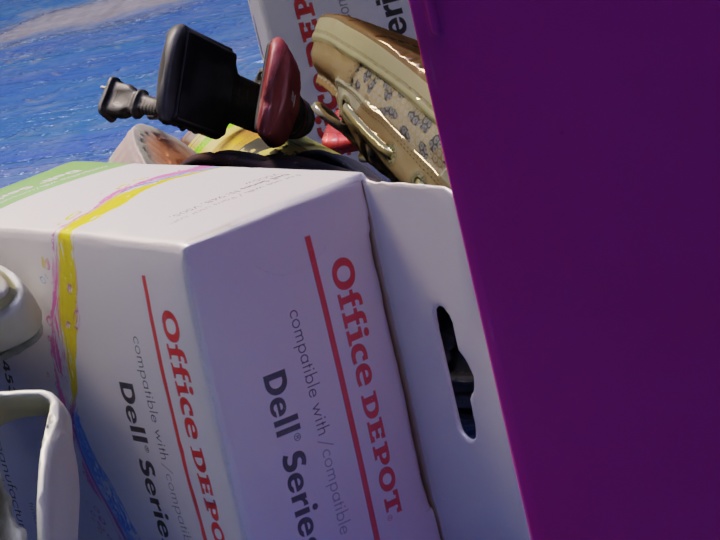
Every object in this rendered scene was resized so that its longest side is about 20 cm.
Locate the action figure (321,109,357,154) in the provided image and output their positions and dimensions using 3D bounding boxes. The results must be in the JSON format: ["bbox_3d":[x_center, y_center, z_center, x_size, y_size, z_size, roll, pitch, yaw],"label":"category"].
[{"bbox_3d":[0.086,-0.063,1.132,0.200,0.065,0.052,-9,21,25],"label":"action figure"}]

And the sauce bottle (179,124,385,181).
[{"bbox_3d":[-0.018,-0.017,1.045,0.065,0.065,0.200,-19,19,-20],"label":"sauce bottle"}]

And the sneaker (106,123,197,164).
[{"bbox_3d":[-0.076,0.022,0.972,0.080,0.071,0.200,-52,22,16],"label":"sneaker"}]

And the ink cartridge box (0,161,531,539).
[{"bbox_3d":[-0.045,0.033,0.764,0.067,0.117,0.200,-22,15,-34],"label":"ink cartridge box"}]

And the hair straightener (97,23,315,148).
[{"bbox_3d":[-0.058,-0.071,0.989,0.077,0.041,0.200,9,5,3],"label":"hair straightener"}]

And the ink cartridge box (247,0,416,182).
[{"bbox_3d":[0.052,-0.120,1.224,0.200,0.147,0.083,-15,15,-1],"label":"ink cartridge box"}]

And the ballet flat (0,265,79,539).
[{"bbox_3d":[-0.113,0.039,0.739,0.072,0.072,0.200,-15,57,-4],"label":"ballet flat"}]

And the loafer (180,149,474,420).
[{"bbox_3d":[0.000,0.000,0.894,0.063,0.072,0.200,14,7,-32],"label":"loafer"}]

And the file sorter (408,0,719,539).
[{"bbox_3d":[0.106,-0.011,0.630,0.139,0.200,0.125,-11,11,14],"label":"file sorter"}]

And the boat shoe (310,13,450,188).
[{"bbox_3d":[0.029,-0.044,0.972,0.073,0.063,0.200,16,13,-29],"label":"boat shoe"}]
